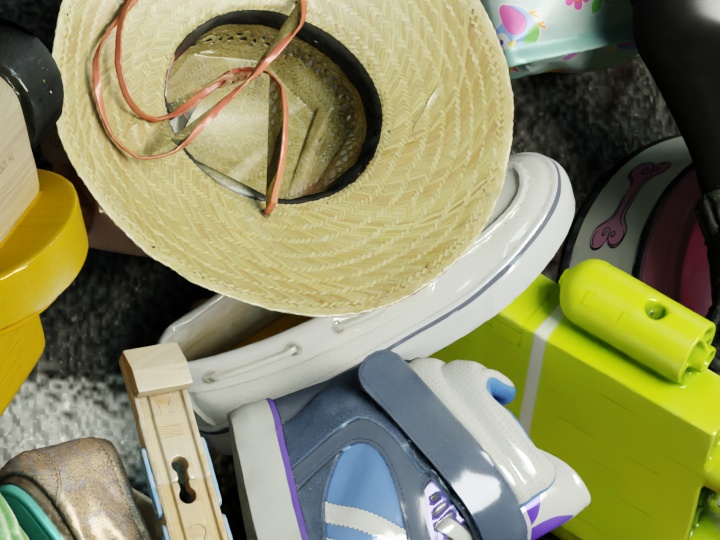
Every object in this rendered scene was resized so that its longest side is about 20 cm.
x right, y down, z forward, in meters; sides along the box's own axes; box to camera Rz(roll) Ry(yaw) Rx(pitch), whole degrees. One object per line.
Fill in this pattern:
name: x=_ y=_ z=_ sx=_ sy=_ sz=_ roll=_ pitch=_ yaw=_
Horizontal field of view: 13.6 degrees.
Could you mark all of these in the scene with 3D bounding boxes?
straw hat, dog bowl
straw hat: x=-0.043 y=-0.064 z=1.271 sx=0.200 sy=0.085 sz=0.202 roll=5 pitch=74 yaw=-19
dog bowl: x=0.196 y=0.026 z=1.473 sx=0.199 sy=0.074 sz=0.201 roll=5 pitch=79 yaw=-30

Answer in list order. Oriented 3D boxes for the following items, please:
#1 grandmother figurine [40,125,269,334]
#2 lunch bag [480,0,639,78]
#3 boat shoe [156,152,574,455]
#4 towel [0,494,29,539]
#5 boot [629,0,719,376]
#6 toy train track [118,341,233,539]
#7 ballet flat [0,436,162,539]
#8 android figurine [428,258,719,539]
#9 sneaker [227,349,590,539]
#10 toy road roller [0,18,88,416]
grandmother figurine: x=-0.049 y=-0.031 z=1.347 sx=0.199 sy=0.061 sz=0.122 roll=13 pitch=103 yaw=-32
lunch bag: x=0.111 y=-0.182 z=1.428 sx=0.199 sy=0.122 sz=0.171 roll=-15 pitch=89 yaw=-26
boat shoe: x=0.000 y=0.000 z=1.311 sx=0.200 sy=0.071 sz=0.070 roll=-31 pitch=130 yaw=0
towel: x=-0.163 y=0.178 z=1.148 sx=0.152 sy=0.023 sz=0.200 roll=-27 pitch=77 yaw=-25
boot: x=0.171 y=-0.030 z=1.342 sx=0.211 sy=0.079 sz=0.158 roll=46 pitch=53 yaw=-37
toy train track: x=-0.057 y=0.118 z=1.174 sx=0.114 sy=0.033 sz=0.201 roll=-9 pitch=68 yaw=-20
ballet flat: x=-0.075 y=0.153 z=1.216 sx=0.067 sy=0.068 sz=0.200 roll=-31 pitch=93 yaw=-42
android figurine: x=0.106 y=0.069 z=1.356 sx=0.200 sy=0.182 sz=0.041 roll=31 pitch=54 yaw=21
sneaker: x=0.033 y=0.127 z=1.249 sx=0.146 sy=0.081 sz=0.201 roll=-11 pitch=63 yaw=-8
toy road roller: x=-0.204 y=-0.007 z=1.181 sx=0.123 sy=0.199 sz=0.146 roll=-60 pitch=145 yaw=-54
